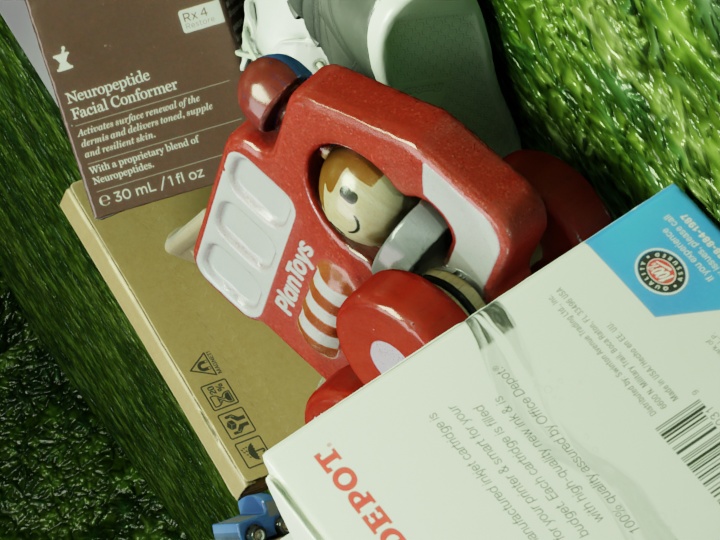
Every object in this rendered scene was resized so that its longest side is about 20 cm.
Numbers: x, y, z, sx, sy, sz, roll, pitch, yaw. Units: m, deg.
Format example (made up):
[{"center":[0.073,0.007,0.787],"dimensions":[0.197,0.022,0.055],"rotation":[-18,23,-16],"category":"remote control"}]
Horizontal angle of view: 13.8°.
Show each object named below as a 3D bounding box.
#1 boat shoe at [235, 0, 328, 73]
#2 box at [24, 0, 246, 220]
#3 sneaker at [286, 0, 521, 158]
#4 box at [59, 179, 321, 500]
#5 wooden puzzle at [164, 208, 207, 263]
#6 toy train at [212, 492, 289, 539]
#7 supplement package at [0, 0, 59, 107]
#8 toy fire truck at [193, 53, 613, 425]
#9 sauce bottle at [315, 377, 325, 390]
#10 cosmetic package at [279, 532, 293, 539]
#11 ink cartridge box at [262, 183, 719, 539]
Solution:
[{"center":[-0.025,-0.102,1.453],"dimensions":[0.074,0.067,0.200],"rotation":[45,164,47],"category":"boat shoe"},{"center":[-0.113,-0.137,1.507],"dimensions":[0.075,0.100,0.201],"rotation":[-61,-46,-78],"category":"box"},{"center":[0.015,-0.087,1.325],"dimensions":[0.099,0.071,0.200],"rotation":[54,165,35],"category":"sneaker"},{"center":[-0.046,0.013,1.613],"dimensions":[0.200,0.163,0.021],"rotation":[57,147,21],"category":"box"},{"center":[0.000,0.000,1.514],"dimensions":[0.185,0.046,0.200],"rotation":[21,177,-8],"category":"wooden puzzle"},{"center":[-0.004,0.122,1.570],"dimensions":[0.034,0.200,0.046],"rotation":[-6,99,49],"category":"toy train"},{"center":[-0.147,-0.167,1.705],"dimensions":[0.200,0.111,0.156],"rotation":[58,170,-8],"category":"supplement package"},{"center":[0.004,-0.007,1.260],"dimensions":[0.168,0.112,0.200],"rotation":[40,150,13],"category":"toy fire truck"},{"center":[0.059,0.111,1.423],"dimensions":[0.200,0.065,0.065],"rotation":[45,165,29],"category":"sauce bottle"},{"center":[0.065,0.119,1.321],"dimensions":[0.102,0.200,0.071],"rotation":[60,169,-17],"category":"cosmetic package"},{"center":[0.085,0.085,1.128],"dimensions":[0.146,0.200,0.084],"rotation":[51,168,32],"category":"ink cartridge box"}]
